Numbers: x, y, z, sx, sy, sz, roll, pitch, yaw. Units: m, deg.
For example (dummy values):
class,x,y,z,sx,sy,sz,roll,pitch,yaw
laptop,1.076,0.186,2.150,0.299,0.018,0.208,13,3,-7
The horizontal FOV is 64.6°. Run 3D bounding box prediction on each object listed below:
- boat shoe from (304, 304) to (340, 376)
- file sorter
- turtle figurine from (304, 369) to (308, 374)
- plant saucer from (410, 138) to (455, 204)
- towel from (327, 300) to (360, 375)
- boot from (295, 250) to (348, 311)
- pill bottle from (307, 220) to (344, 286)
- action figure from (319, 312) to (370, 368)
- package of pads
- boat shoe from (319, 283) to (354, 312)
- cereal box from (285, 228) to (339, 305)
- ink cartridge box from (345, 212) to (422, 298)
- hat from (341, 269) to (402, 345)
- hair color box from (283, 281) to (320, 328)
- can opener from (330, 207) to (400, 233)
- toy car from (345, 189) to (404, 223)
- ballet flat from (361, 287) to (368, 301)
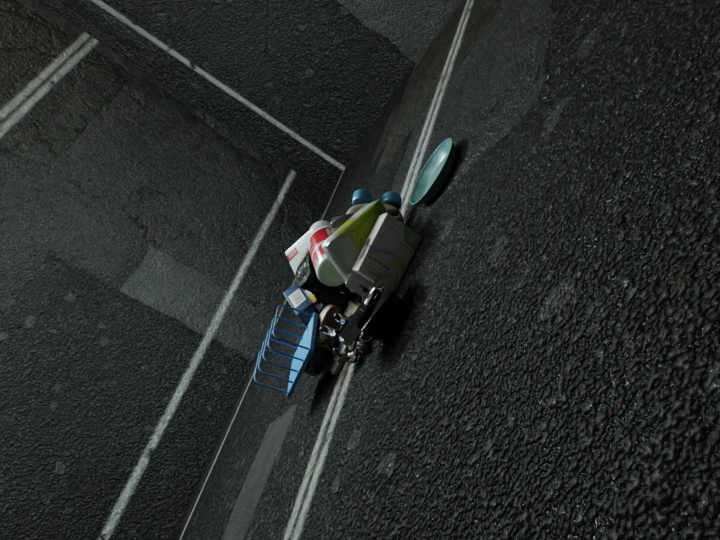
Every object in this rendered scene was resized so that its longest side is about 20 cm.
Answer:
class,x,y,z,sx,sy,sz,roll,pitch,yaw
boat shoe,-0.096,0.197,1.575,0.072,0.073,0.207,-172,99,-72
file sorter,-0.209,0.220,1.586,0.141,0.119,0.203,-87,20,-52
turtle figurine,-0.128,0.206,1.693,0.166,0.063,0.199,-66,-11,15
plant saucer,0.202,-0.259,1.542,0.203,0.035,0.201,-57,12,19
towel,-0.043,0.185,1.602,0.198,0.034,0.200,-65,14,0
boot,-0.118,0.039,1.729,0.080,0.156,0.213,-47,23,18
pill bottle,-0.095,-0.057,1.677,0.114,0.110,0.202,-54,34,23
action figure,-0.030,0.166,1.430,0.132,0.069,0.199,-56,26,-5
package of pads,0.011,-0.067,1.478,0.199,0.156,0.068,-41,13,-16
boat shoe,-0.082,0.107,1.839,0.199,0.075,0.062,-37,13,44
cereal box,-0.149,-0.011,1.821,0.143,0.204,0.039,-36,-16,28
ink cartridge box,0.057,-0.023,1.420,0.205,0.115,0.067,-62,15,-7
hat,0.043,0.101,1.294,0.202,0.080,0.202,-49,13,16
hair color box,-0.157,0.134,1.744,0.060,0.202,0.101,-34,54,-6
can opener,0.014,-0.132,1.538,0.067,0.192,0.056,167,93,-87
toy car,0.042,-0.100,1.679,0.202,0.170,0.190,86,-170,-59
ballet flat,0.027,0.045,1.545,0.203,0.065,0.077,-82,5,-56
